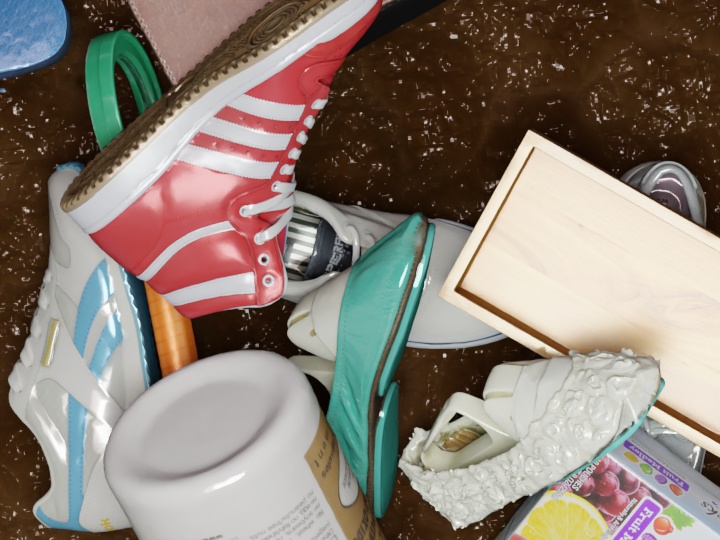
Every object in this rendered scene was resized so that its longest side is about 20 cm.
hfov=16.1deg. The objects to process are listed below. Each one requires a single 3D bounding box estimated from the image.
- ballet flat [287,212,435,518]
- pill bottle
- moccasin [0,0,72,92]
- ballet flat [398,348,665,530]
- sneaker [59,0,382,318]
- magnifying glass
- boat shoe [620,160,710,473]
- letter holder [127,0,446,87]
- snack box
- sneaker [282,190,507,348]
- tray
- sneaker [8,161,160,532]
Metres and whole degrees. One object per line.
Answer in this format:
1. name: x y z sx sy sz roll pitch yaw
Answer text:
1. ballet flat: -0.008 0.050 1.337 0.070 0.067 0.201 14 129 6
2. pill bottle: -0.044 0.150 1.319 0.114 0.115 0.201 -24 122 1
3. moccasin: -0.252 -0.133 1.386 0.199 0.068 0.081 3 78 6
4. ballet flat: 0.078 0.083 1.315 0.071 0.200 0.072 12 63 -24
5. sneaker: -0.043 -0.059 1.289 0.200 0.071 0.113 -39 107 14
6. magnifying glass: -0.114 -0.030 1.370 0.022 0.080 0.201 -14 86 15
7. boat shoe: 0.157 0.042 1.372 0.074 0.065 0.203 6 91 2
8. letter holder: -0.033 -0.187 1.362 0.199 0.101 0.143 -29 87 1
9. snack box: 0.166 0.187 1.353 0.200 0.053 0.142 37 117 1
10. sneaker: 0.000 0.000 1.373 0.199 0.071 0.074 10 90 2
11. tray: 0.151 0.018 1.327 0.199 0.037 0.099 30 98 4
12. sneaker: -0.152 0.042 1.377 0.080 0.077 0.201 -9 88 3
